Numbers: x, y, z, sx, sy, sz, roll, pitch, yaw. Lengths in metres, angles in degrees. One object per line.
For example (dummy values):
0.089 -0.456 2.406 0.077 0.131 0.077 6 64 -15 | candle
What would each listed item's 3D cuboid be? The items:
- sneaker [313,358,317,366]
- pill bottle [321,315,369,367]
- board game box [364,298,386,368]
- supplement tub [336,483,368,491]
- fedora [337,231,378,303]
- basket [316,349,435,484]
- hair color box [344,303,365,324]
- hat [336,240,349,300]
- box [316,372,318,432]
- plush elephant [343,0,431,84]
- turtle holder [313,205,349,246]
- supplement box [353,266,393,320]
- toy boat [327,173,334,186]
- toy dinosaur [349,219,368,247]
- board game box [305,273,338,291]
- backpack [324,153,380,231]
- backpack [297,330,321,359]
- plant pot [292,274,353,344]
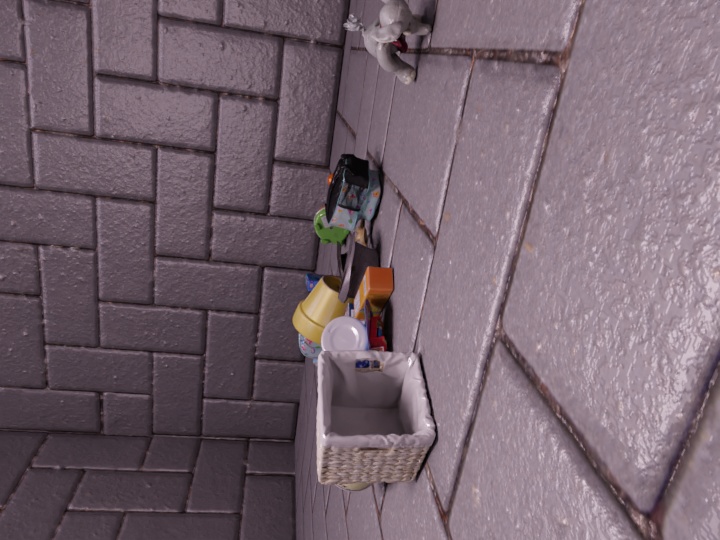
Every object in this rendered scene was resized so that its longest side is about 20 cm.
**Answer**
-0.151 0.381 2.281 0.200 0.086 0.076 140 136 -75 | sneaker
-0.022 0.197 1.406 0.200 0.119 0.121 62 -152 -68 | pill bottle
0.046 0.167 1.335 0.158 0.039 0.202 58 -154 -72 | board game box
-0.002 0.391 1.198 0.200 0.144 0.146 110 162 -58 | supplement tub
0.000 0.000 1.548 0.177 0.090 0.201 117 166 -71 | fedora
0.016 0.273 1.021 0.201 0.197 0.162 -97 12 -51 | basket
-0.027 0.199 1.710 0.201 0.060 0.101 106 166 -50 | hair color box
-0.027 0.002 1.730 0.201 0.080 0.202 173 90 -83 | hat
-0.067 0.377 1.662 0.106 0.121 0.201 107 165 -49 | box
0.082 -0.538 1.222 0.155 0.199 0.166 6 83 62 | plush elephant
-0.104 -0.184 2.230 0.141 0.185 0.132 -45 27 20 | turtle holder
0.031 0.064 1.424 0.200 0.066 0.069 112 158 -62 | supplement box
-0.050 -0.309 1.918 0.200 0.130 0.132 -123 39 -75 | toy boat
0.004 -0.101 1.699 0.101 0.058 0.201 107 165 -46 | toy dinosaur
-0.137 0.051 2.178 0.200 0.151 0.045 -134 50 -78 | board game box
-0.026 -0.221 1.649 0.176 0.152 0.201 -97 30 -53 | backpack
-0.155 0.238 2.115 0.151 0.176 0.202 -128 40 -83 | backpack
-0.110 0.129 1.911 0.201 0.200 0.190 -104 37 -63 | plant pot
